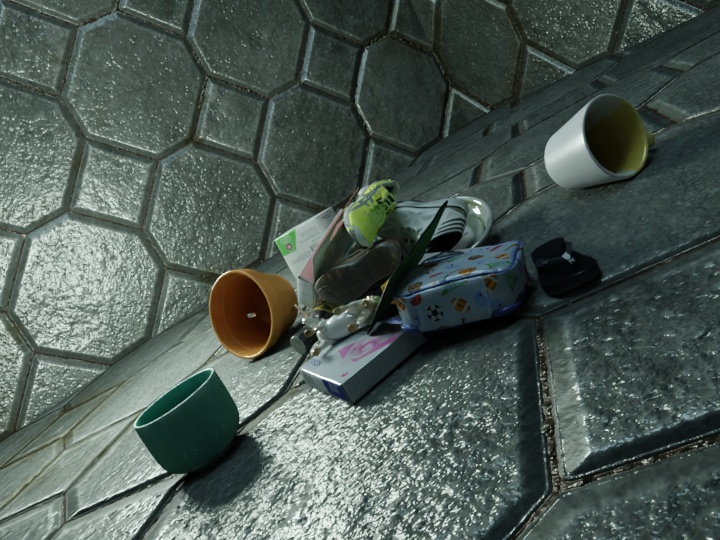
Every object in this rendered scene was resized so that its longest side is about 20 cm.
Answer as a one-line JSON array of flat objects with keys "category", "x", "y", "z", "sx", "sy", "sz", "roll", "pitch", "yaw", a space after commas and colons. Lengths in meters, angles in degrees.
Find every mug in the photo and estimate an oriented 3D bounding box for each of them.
[{"category": "mug", "x": 0.435, "y": -0.214, "z": 1.163, "sx": 0.153, "sy": 0.183, "sz": 0.153, "roll": -26, "pitch": 41, "yaw": 67}, {"category": "mug", "x": -0.265, "y": 0.245, "z": 1.027, "sx": 0.150, "sy": 0.116, "sz": 0.185, "roll": -25, "pitch": 12, "yaw": 31}]

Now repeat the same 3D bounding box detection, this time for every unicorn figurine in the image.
[{"category": "unicorn figurine", "x": -0.043, "y": 0.089, "z": 1.049, "sx": 0.195, "sy": 0.076, "sz": 0.137, "roll": -13, "pitch": 5, "yaw": 20}]

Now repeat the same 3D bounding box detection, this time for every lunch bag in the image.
[{"category": "lunch bag", "x": 0.153, "y": 0.020, "z": 0.912, "sx": 0.195, "sy": 0.077, "sz": 0.160, "roll": -12, "pitch": 14, "yaw": 25}]

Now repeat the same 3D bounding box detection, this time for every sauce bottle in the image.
[{"category": "sauce bottle", "x": -0.065, "y": 0.095, "z": 1.268, "sx": 0.065, "sy": 0.067, "sz": 0.200, "roll": -20, "pitch": 16, "yaw": 44}]

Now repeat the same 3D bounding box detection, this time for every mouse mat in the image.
[{"category": "mouse mat", "x": 0.073, "y": -0.004, "z": 0.981, "sx": 0.201, "sy": 0.007, "sz": 0.162, "roll": -53, "pitch": -11, "yaw": -35}]

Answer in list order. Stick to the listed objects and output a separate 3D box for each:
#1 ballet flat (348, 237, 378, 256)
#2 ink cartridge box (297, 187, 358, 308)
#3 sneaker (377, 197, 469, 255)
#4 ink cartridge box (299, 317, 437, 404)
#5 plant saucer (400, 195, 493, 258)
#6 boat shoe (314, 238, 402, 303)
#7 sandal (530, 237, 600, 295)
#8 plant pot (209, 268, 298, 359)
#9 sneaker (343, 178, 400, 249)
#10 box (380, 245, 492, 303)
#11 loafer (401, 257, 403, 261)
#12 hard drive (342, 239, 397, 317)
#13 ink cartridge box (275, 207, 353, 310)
[{"category": "ballet flat", "x": -0.015, "y": 0.012, "z": 1.367, "sx": 0.203, "sy": 0.071, "sz": 0.072, "roll": -61, "pitch": -2, "yaw": 25}, {"category": "ink cartridge box", "x": -0.066, "y": -0.050, "z": 1.272, "sx": 0.175, "sy": 0.043, "sz": 0.202, "roll": 93, "pitch": -157, "yaw": -53}, {"category": "sneaker", "x": 0.107, "y": -0.075, "z": 1.204, "sx": 0.196, "sy": 0.077, "sz": 0.117, "roll": -9, "pitch": 39, "yaw": 25}, {"category": "ink cartridge box", "x": 0.014, "y": 0.123, "z": 1.000, "sx": 0.199, "sy": 0.044, "sz": 0.195, "roll": -38, "pitch": 12, "yaw": -21}, {"category": "plant saucer", "x": 0.175, "y": -0.065, "z": 1.249, "sx": 0.196, "sy": 0.051, "sz": 0.203, "roll": -20, "pitch": 37, "yaw": 16}, {"category": "boat shoe", "x": 0.000, "y": 0.000, "z": 1.192, "sx": 0.197, "sy": 0.077, "sz": 0.072, "roll": -25, "pitch": 16, "yaw": 27}, {"category": "sandal", "x": 0.275, "y": -0.015, "z": 0.883, "sx": 0.075, "sy": 0.043, "sz": 0.200, "roll": -30, "pitch": 11, "yaw": 7}, {"category": "plant pot", "x": -0.238, "y": 0.091, "z": 1.475, "sx": 0.197, "sy": 0.205, "sz": 0.139, "roll": -23, "pitch": -4, "yaw": 33}, {"category": "sneaker", "x": 0.024, "y": -0.118, "z": 1.183, "sx": 0.075, "sy": 0.076, "sz": 0.202, "roll": -28, "pitch": 26, "yaw": 30}, {"category": "box", "x": 0.145, "y": 0.007, "z": 1.080, "sx": 0.196, "sy": 0.042, "sz": 0.119, "roll": -4, "pitch": 26, "yaw": 38}, {"category": "loafer", "x": 0.097, "y": -0.023, "z": 1.338, "sx": 0.201, "sy": 0.071, "sz": 0.073, "roll": -49, "pitch": 15, "yaw": -4}, {"category": "hard drive", "x": 0.026, "y": 0.025, "z": 1.235, "sx": 0.133, "sy": 0.043, "sz": 0.202, "roll": -28, "pitch": 33, "yaw": 16}, {"category": "ink cartridge box", "x": -0.089, "y": -0.023, "z": 1.487, "sx": 0.144, "sy": 0.203, "sz": 0.084, "roll": -22, "pitch": 10, "yaw": 34}]
